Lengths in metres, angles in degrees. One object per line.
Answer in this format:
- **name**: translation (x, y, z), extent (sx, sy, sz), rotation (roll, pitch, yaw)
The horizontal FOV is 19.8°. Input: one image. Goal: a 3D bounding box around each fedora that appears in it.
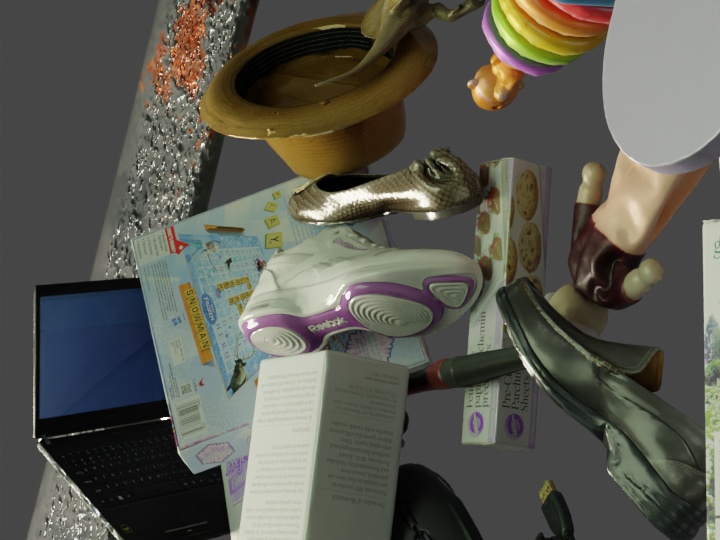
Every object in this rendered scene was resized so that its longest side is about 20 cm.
- **fedora**: translation (-0.025, -0.127, 1.594), extent (0.200, 0.200, 0.082), rotation (31, 146, 54)

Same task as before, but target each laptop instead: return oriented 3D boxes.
- **laptop**: translation (-0.161, 0.110, 1.627), extent (0.200, 0.177, 0.104), rotation (44, 116, 24)

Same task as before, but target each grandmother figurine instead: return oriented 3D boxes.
- **grandmother figurine**: translation (0.170, -0.022, 1.346), extent (0.122, 0.060, 0.201), rotation (-99, 31, -58)

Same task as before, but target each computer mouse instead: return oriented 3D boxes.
- **computer mouse**: translation (0.066, 0.169, 1.410), extent (0.140, 0.046, 0.200), rotation (-33, 30, 4)

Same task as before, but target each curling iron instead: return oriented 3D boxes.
- **curling iron**: translation (0.066, 0.081, 1.423), extent (0.199, 0.025, 0.050), rotation (-26, 82, 42)

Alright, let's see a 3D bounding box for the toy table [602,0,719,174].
- **toy table**: translation (0.234, -0.140, 1.207), extent (0.184, 0.117, 0.201), rotation (39, 103, 44)

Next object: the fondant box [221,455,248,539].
- **fondant box**: translation (-0.043, 0.171, 1.594), extent (0.144, 0.058, 0.202), rotation (-40, 49, 42)

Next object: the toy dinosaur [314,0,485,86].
- **toy dinosaur**: translation (0.036, -0.197, 1.551), extent (0.101, 0.058, 0.201), rotation (-21, 34, 34)

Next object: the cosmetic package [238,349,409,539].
- **cosmetic package**: translation (-0.029, 0.162, 1.422), extent (0.101, 0.071, 0.202), rotation (-10, 70, 60)

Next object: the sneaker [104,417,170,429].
- **sneaker**: translation (-0.201, 0.157, 1.809), extent (0.199, 0.073, 0.113), rotation (15, 92, 54)

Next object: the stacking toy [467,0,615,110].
- **stacking toy**: translation (0.127, -0.176, 1.425), extent (0.200, 0.115, 0.111), rotation (124, 138, -51)

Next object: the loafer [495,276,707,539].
- **loafer**: translation (0.163, 0.073, 1.294), extent (0.072, 0.073, 0.200), rotation (-43, 71, 11)

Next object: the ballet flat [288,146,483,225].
- **ballet flat**: translation (0.014, -0.062, 1.498), extent (0.199, 0.067, 0.047), rotation (0, 112, 54)

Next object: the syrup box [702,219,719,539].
- **syrup box**: translation (0.250, 0.067, 1.181), extent (0.078, 0.081, 0.202), rotation (-15, 69, 51)

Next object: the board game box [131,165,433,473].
- **board game box**: translation (-0.061, 0.030, 1.568), extent (0.198, 0.041, 0.201), rotation (-19, 56, 5)

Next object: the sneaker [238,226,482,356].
- **sneaker**: translation (0.000, 0.000, 1.477), extent (0.198, 0.075, 0.100), rotation (-10, 48, 34)

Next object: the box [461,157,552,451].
- **box**: translation (0.103, 0.023, 1.440), extent (0.039, 0.041, 0.202), rotation (-8, 74, 54)
